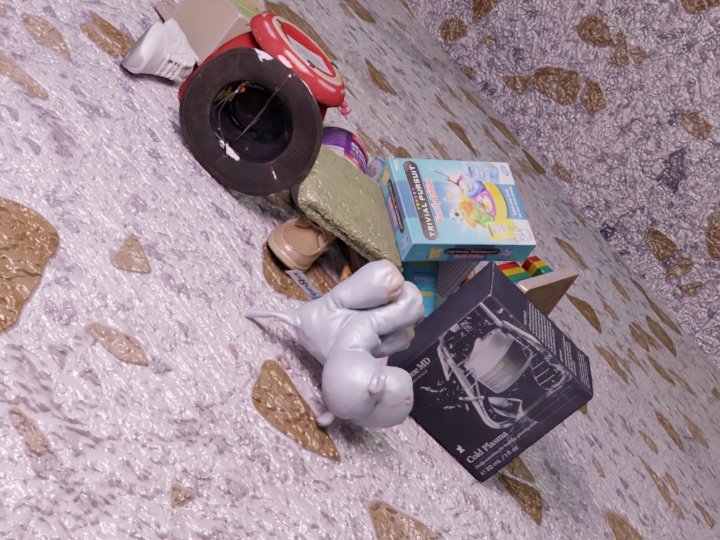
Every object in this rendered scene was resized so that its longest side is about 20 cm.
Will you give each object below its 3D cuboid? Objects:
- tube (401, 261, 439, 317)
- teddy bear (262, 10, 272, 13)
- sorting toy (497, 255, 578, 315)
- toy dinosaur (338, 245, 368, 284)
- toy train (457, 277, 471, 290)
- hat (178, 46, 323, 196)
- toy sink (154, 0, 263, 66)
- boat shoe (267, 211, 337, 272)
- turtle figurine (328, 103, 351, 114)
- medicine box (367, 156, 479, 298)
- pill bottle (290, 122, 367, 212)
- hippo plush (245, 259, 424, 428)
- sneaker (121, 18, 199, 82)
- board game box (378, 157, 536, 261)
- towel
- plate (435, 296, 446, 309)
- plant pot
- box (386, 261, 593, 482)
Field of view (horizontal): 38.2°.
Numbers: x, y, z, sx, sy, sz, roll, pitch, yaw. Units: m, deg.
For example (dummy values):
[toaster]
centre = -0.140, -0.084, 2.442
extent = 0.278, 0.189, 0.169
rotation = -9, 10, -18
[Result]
[tube]
centre = 0.090, -0.031, 1.544
extent = 0.077, 0.201, 0.050
rotation = 4, -2, -25
[teddy bear]
centre = -0.190, -0.404, 1.866
extent = 0.145, 0.067, 0.200
rotation = 31, 31, -17
[sorting toy]
centre = 0.212, 0.069, 1.563
extent = 0.070, 0.199, 0.200
rotation = 43, 27, 21
[toy dinosaur]
centre = 0.000, 0.000, 1.492
extent = 0.106, 0.060, 0.201
rotation = -56, 124, -74
[toy train]
centre = 0.229, 0.076, 1.836
extent = 0.200, 0.056, 0.150
rotation = 40, 2, -2
[hat]
centre = -0.140, -0.201, 1.402
extent = 0.201, 0.201, 0.081
rotation = 47, 15, -2
[toy sink]
centre = -0.217, -0.392, 1.660
extent = 0.130, 0.112, 0.200
rotation = 24, 22, -48
[boat shoe]
centre = -0.071, -0.054, 1.435
extent = 0.071, 0.064, 0.200
rotation = 47, 20, -3
[turtle figurine]
centre = -0.100, -0.301, 1.801
extent = 0.199, 0.101, 0.150
rotation = 10, 41, -51
[medicine box]
centre = 0.079, -0.073, 1.656
extent = 0.200, 0.103, 0.182
rotation = 41, 3, -15
[pill bottle]
centre = -0.045, -0.161, 1.618
extent = 0.111, 0.111, 0.200
rotation = 41, 21, -16
[hippo plush]
centre = 0.005, 0.089, 1.189
extent = 0.200, 0.159, 0.161
rotation = 31, 25, -39
[sneaker]
centre = -0.277, -0.308, 1.480
extent = 0.080, 0.070, 0.200
rotation = 46, 20, -9
[board game box]
centre = 0.139, -0.087, 1.500
extent = 0.199, 0.047, 0.152
rotation = 0, 57, -23
[towel]
centre = -0.012, -0.088, 1.451
extent = 0.200, 0.036, 0.149
rotation = 35, 35, -32
[plate]
centre = 0.181, 0.113, 1.701
extent = 0.200, 0.026, 0.201
rotation = 40, 22, -20
[plant pot]
centre = -0.137, -0.262, 1.525
extent = 0.200, 0.182, 0.201
rotation = 40, 19, -17
[box]
centre = 0.168, 0.134, 1.379
extent = 0.197, 0.200, 0.124
rotation = 44, 21, -8
